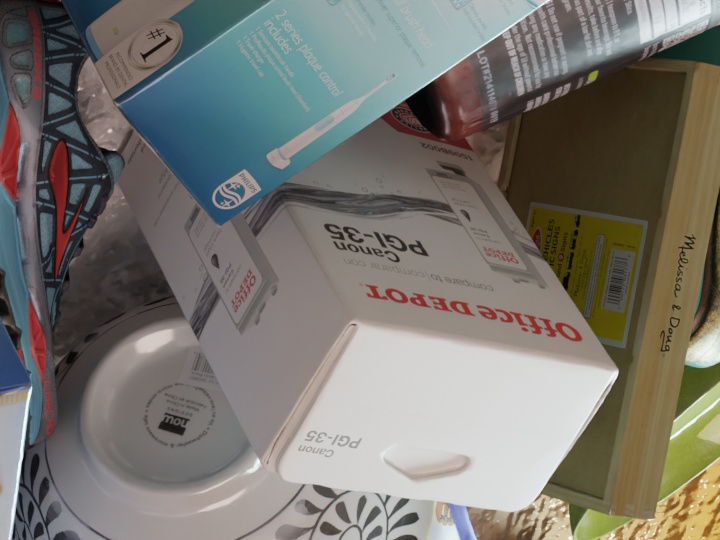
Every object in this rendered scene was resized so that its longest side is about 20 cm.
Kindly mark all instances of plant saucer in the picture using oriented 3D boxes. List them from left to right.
[{"bbox_3d":[0.180,0.068,1.294,0.200,0.031,0.200,-36,162,-13],"label":"plant saucer"}]

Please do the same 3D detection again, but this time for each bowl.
[{"bbox_3d":[-0.070,0.080,1.083,0.201,0.201,0.094,-24,150,-7],"label":"bowl"}]

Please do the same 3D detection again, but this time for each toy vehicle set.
[{"bbox_3d":[0.102,0.002,1.110,0.026,0.124,0.200,9,93,-34],"label":"toy vehicle set"}]

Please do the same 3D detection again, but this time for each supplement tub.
[{"bbox_3d":[0.102,-0.140,1.056,0.200,0.107,0.107,-25,136,-7],"label":"supplement tub"}]

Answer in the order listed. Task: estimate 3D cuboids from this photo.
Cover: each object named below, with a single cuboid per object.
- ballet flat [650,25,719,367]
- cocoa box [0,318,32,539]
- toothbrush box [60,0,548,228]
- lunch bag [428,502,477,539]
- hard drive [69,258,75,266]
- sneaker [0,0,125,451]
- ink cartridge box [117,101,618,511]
[{"bbox_3d":[0.161,-0.052,1.136,0.071,0.200,0.071,7,166,2],"label":"ballet flat"},{"bbox_3d":[-0.217,0.082,0.977,0.131,0.133,0.200,-9,135,-25],"label":"cocoa box"},{"bbox_3d":[-0.017,-0.137,0.964,0.200,0.146,0.085,-33,137,4],"label":"toothbrush box"},{"bbox_3d":[-0.032,0.132,1.222,0.170,0.124,0.200,-25,144,-4],"label":"lunch bag"},{"bbox_3d":[-0.232,-0.015,1.047,0.132,0.025,0.200,-41,135,11],"label":"hard drive"},{"bbox_3d":[-0.133,-0.019,1.030,0.095,0.079,0.200,-21,121,-36],"label":"sneaker"},{"bbox_3d":[0.000,0.000,1.059,0.146,0.200,0.083,11,123,-35],"label":"ink cartridge box"}]
